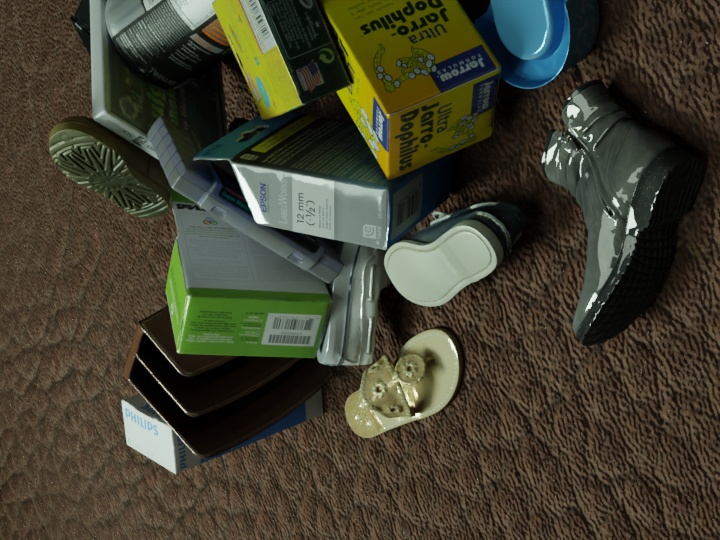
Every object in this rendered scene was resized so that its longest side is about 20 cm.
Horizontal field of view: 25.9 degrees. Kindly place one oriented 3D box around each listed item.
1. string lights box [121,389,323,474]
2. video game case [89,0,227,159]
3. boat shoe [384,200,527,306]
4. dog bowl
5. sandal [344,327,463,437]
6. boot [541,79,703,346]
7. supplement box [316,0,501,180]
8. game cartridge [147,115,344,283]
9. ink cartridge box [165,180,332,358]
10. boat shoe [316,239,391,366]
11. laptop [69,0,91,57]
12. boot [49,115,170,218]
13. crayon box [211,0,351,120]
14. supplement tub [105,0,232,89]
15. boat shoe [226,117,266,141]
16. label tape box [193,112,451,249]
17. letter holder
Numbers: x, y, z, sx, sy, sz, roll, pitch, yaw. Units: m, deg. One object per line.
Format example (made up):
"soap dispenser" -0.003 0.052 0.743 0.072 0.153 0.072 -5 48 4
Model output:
"string lights box" -0.151 0.151 1.736 0.103 0.200 0.059 21 122 48
"video game case" -0.205 -0.193 1.616 0.023 0.182 0.200 -30 49 28
"boat shoe" 0.086 -0.021 1.456 0.075 0.062 0.200 52 152 -1
"dog bowl" 0.139 -0.253 1.292 0.111 0.050 0.200 -1 106 53
"sandal" 0.026 0.130 1.603 0.078 0.070 0.212 62 144 11
"boot" 0.199 -0.048 1.305 0.132 0.070 0.200 44 126 36
"supplement box" 0.026 -0.201 1.369 0.200 0.109 0.109 60 168 24
"game cartridge" -0.109 -0.069 1.522 0.038 0.200 0.130 -53 32 9
"ink cartridge box" -0.124 -0.004 1.615 0.200 0.148 0.076 -110 29 -51
"boat shoe" 0.000 0.000 1.582 0.074 0.065 0.200 -124 42 -66
"laptop" -0.236 -0.262 1.819 0.187 0.116 0.200 44 165 33
"boot" -0.253 -0.173 1.612 0.066 0.175 0.200 -15 57 20
"crayon box" -0.075 -0.207 1.408 0.127 0.051 0.200 67 167 -7
"supplement tub" -0.146 -0.278 1.554 0.200 0.123 0.123 -30 80 28
"boat shoe" -0.076 -0.129 1.624 0.200 0.072 0.065 37 109 54
"label tape box" -0.033 -0.088 1.459 0.200 0.143 0.066 10 117 24
"letter holder" -0.124 0.088 1.656 0.142 0.200 0.101 46 142 17
